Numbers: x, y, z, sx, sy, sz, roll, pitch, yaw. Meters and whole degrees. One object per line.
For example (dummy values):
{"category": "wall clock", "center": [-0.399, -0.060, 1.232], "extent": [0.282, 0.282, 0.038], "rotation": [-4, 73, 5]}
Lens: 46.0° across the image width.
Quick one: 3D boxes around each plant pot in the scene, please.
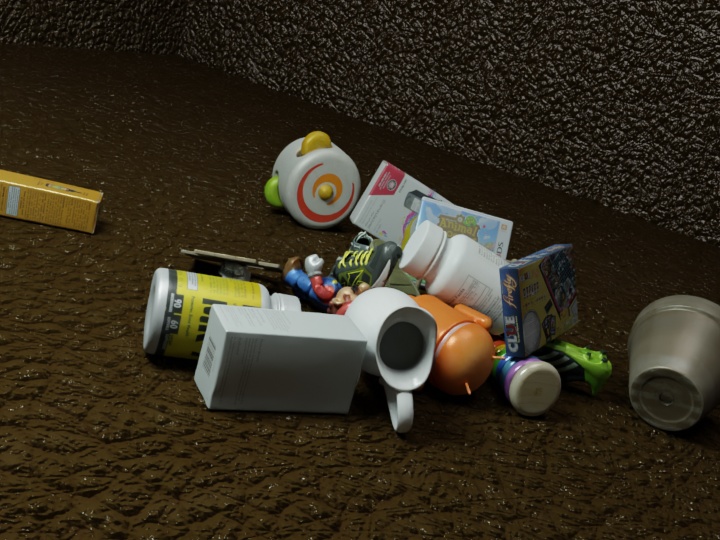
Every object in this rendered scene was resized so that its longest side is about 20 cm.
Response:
{"category": "plant pot", "center": [0.524, 0.169, 1.397], "extent": [0.198, 0.203, 0.173], "rotation": [23, 36, 22]}

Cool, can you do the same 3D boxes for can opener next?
{"category": "can opener", "center": [-0.205, 0.046, 1.308], "extent": [0.052, 0.067, 0.201], "rotation": [23, 23, -13]}

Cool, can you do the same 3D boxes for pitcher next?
{"category": "pitcher", "center": [0.040, 0.116, 1.166], "extent": [0.119, 0.175, 0.200], "rotation": [2, 7, -12]}

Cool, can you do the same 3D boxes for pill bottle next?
{"category": "pill bottle", "center": [0.167, 0.009, 1.373], "extent": [0.198, 0.115, 0.115], "rotation": [31, 15, -11]}
{"category": "pill bottle", "center": [-0.187, 0.068, 1.151], "extent": [0.197, 0.116, 0.114], "rotation": [9, 19, -19]}

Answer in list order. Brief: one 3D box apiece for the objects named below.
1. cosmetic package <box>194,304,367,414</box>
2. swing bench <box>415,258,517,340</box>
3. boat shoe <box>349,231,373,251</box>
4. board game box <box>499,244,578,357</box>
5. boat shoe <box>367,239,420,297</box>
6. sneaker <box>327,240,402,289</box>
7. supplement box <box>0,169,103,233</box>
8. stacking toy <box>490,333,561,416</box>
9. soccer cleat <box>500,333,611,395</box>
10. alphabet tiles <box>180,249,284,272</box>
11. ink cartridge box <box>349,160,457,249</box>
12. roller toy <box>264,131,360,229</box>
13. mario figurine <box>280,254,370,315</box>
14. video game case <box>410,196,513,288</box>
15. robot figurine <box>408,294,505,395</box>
{"category": "cosmetic package", "center": [-0.100, 0.116, 1.093], "extent": [0.197, 0.114, 0.081], "rotation": [8, 19, -29]}
{"category": "swing bench", "center": [0.210, 0.050, 1.527], "extent": [0.196, 0.132, 0.200], "rotation": [12, 18, -15]}
{"category": "boat shoe", "center": [0.015, -0.045, 1.745], "extent": [0.072, 0.063, 0.200], "rotation": [12, 17, -2]}
{"category": "board game box", "center": [0.284, 0.043, 1.338], "extent": [0.034, 0.138, 0.199], "rotation": [1, 11, 38]}
{"category": "boat shoe", "center": [0.052, 0.036, 1.528], "extent": [0.074, 0.069, 0.202], "rotation": [12, 39, -28]}
{"category": "sneaker", "center": [0.000, 0.000, 1.428], "extent": [0.084, 0.200, 0.075], "rotation": [34, 56, -6]}
{"category": "supplement box", "center": [-0.553, -0.120, 1.472], "extent": [0.197, 0.070, 0.067], "rotation": [10, 19, -13]}
{"category": "stacking toy", "center": [0.233, 0.151, 1.345], "extent": [0.084, 0.087, 0.200], "rotation": [9, 13, -21]}
{"category": "soccer cleat", "center": [0.316, 0.145, 1.408], "extent": [0.197, 0.082, 0.068], "rotation": [22, 25, 8]}
{"category": "alphabet tiles", "center": [-0.212, -0.016, 1.411], "extent": [0.164, 0.008, 0.200], "rotation": [10, -4, -1]}
{"category": "ink cartridge box", "center": [0.097, -0.117, 1.797], "extent": [0.198, 0.149, 0.086], "rotation": [30, 6, -10]}
{"category": "roller toy", "center": [-0.095, -0.196, 1.890], "extent": [0.181, 0.201, 0.140], "rotation": [29, 10, -33]}
{"category": "mario figurine", "center": [-0.034, 0.034, 1.404], "extent": [0.199, 0.108, 0.122], "rotation": [28, 20, 38]}
{"category": "video game case", "center": [0.199, -0.038, 1.723], "extent": [0.197, 0.185, 0.022], "rotation": [15, -15, -3]}
{"category": "robot figurine", "center": [0.121, 0.114, 1.286], "extent": [0.142, 0.118, 0.199], "rotation": [2, 21, -44]}
